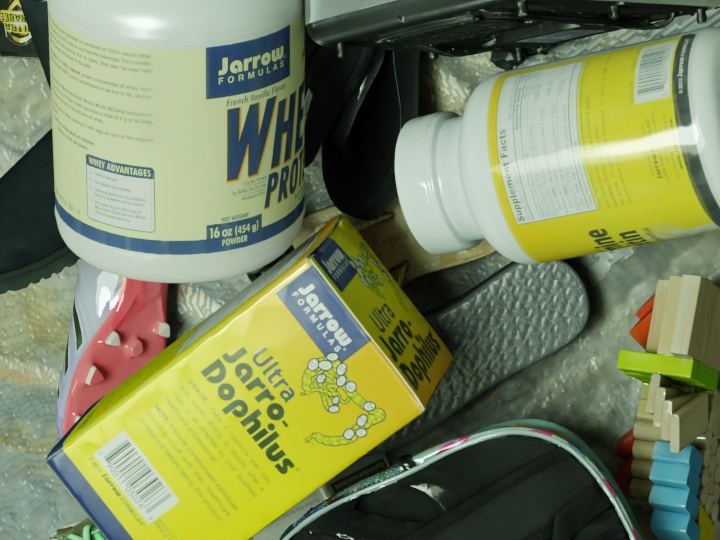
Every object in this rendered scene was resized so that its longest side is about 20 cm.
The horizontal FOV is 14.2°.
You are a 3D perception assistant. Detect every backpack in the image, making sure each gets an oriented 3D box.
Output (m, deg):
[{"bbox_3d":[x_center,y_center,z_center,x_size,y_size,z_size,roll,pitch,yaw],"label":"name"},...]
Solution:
[{"bbox_3d":[0.068,0.182,1.657,0.199,0.151,0.178,-30,86,10],"label":"backpack"}]

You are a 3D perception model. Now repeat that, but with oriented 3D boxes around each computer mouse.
[{"bbox_3d":[-0.041,-0.079,1.704,0.200,0.046,0.141,-56,40,44],"label":"computer mouse"}]

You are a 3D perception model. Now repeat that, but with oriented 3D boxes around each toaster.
[{"bbox_3d":[0.076,-0.181,1.583,0.199,0.180,0.120,-9,84,49],"label":"toaster"}]

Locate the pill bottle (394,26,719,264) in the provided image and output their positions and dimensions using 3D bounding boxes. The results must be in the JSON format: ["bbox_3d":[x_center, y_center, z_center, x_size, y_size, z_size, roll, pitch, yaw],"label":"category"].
[{"bbox_3d":[0.125,-0.065,1.631,0.199,0.112,0.113,-11,95,26],"label":"pill bottle"}]

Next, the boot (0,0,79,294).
[{"bbox_3d":[-0.179,-0.099,1.710,0.076,0.199,0.169,33,146,49],"label":"boot"}]

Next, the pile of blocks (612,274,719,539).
[{"bbox_3d":[0.170,0.096,1.665,0.062,0.082,0.202,6,104,27],"label":"pile of blocks"}]

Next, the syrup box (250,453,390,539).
[{"bbox_3d":[-0.016,0.169,1.784,0.078,0.081,0.201,-27,85,31],"label":"syrup box"}]

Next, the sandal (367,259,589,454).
[{"bbox_3d":[0.044,0.053,1.721,0.199,0.043,0.077,-22,96,6],"label":"sandal"}]

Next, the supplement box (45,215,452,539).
[{"bbox_3d":[-0.062,0.078,1.651,0.200,0.109,0.110,-37,95,17],"label":"supplement box"}]

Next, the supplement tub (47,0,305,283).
[{"bbox_3d":[-0.102,-0.110,1.614,0.144,0.145,0.201,14,119,26],"label":"supplement tub"}]

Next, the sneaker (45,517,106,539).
[{"bbox_3d":[-0.154,0.178,1.782,0.200,0.088,0.077,-33,77,39],"label":"sneaker"}]

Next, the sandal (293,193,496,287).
[{"bbox_3d":[-0.002,-0.005,1.745,0.211,0.070,0.078,-24,88,31],"label":"sandal"}]

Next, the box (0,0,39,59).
[{"bbox_3d":[-0.241,-0.217,1.812,0.199,0.049,0.161,7,107,46],"label":"box"}]

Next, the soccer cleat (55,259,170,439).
[{"bbox_3d":[-0.158,0.017,1.838,0.076,0.066,0.201,28,107,48],"label":"soccer cleat"}]

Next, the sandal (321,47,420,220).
[{"bbox_3d":[0.003,-0.131,1.717,0.076,0.043,0.202,22,107,51],"label":"sandal"}]
